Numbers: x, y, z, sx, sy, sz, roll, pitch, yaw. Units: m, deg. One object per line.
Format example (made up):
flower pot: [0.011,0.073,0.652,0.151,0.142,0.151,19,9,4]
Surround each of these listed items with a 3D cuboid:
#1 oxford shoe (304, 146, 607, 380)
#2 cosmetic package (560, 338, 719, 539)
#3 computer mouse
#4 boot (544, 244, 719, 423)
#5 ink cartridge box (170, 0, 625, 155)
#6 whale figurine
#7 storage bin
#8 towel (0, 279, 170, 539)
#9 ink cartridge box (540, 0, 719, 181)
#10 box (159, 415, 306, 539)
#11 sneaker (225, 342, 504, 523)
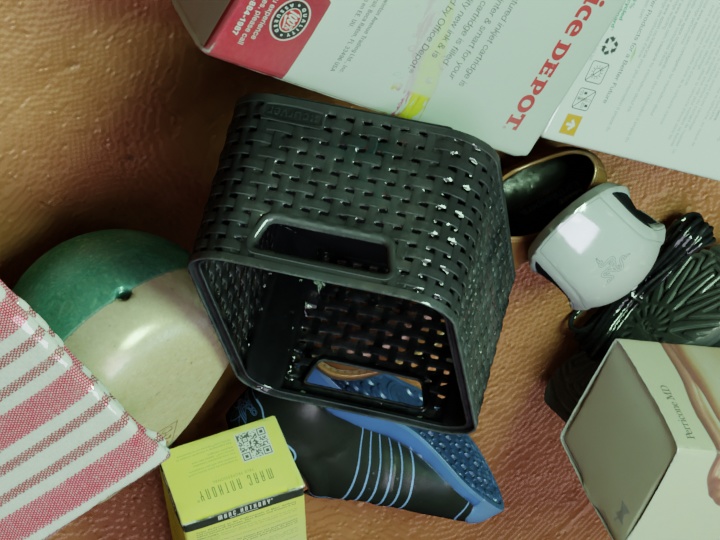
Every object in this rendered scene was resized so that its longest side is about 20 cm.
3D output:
oxford shoe: [0.051,-0.011,1.448,0.200,0.071,0.071,-36,170,-4]
cosmetic package: [0.235,0.108,1.540,0.199,0.104,0.087,4,129,-28]
computer mouse: [0.147,0.000,1.480,0.110,0.044,0.200,-42,162,9]
boot: [0.231,0.086,1.628,0.165,0.066,0.200,-35,130,14]
ink cartridge box: [0.017,-0.172,1.267,0.200,0.145,0.146,17,118,-34]
whale figurine: [-0.141,0.053,1.415,0.159,0.104,0.200,-33,159,-22]
storage bin: [0.000,0.000,1.318,0.135,0.094,0.200,12,159,11]
towel: [-0.209,0.066,1.303,0.146,0.030,0.200,-31,123,18]
ink cartridge box: [0.194,-0.145,1.358,0.200,0.043,0.199,12,110,-38]
box: [-0.071,0.157,1.503,0.075,0.050,0.200,-18,152,-8]
sneaker: [0.004,0.107,1.541,0.078,0.070,0.200,-36,132,19]
